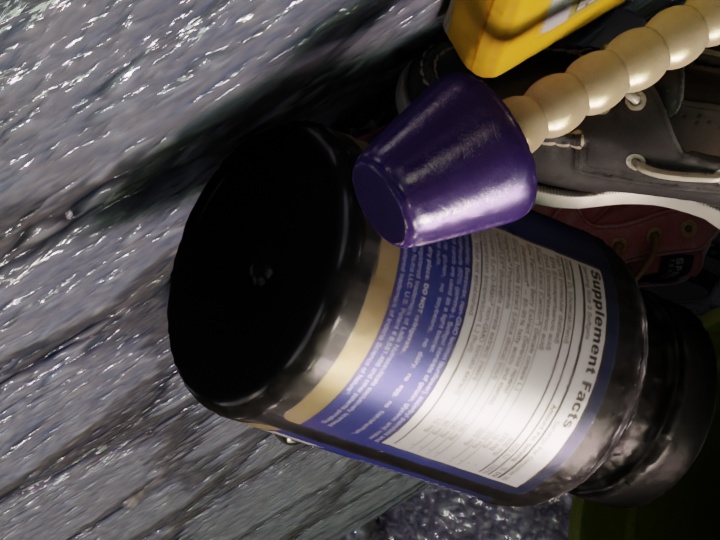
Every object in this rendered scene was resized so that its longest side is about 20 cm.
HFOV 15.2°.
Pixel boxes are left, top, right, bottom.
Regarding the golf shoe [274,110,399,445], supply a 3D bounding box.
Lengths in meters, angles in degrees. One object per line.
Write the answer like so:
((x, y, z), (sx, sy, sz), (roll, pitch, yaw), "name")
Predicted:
((0.000, 0.000, 1.116), (0.072, 0.092, 0.200), (-22, 166, -37), "golf shoe")

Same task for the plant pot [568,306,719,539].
((0.218, 0.118, 1.124), (0.200, 0.201, 0.193), (-35, 157, 23), "plant pot")

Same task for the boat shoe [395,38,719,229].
((0.114, -0.055, 1.012), (0.060, 0.199, 0.074), (110, -2, -52), "boat shoe")

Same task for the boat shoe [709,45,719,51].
((0.204, -0.103, 1.328), (0.062, 0.074, 0.200), (-27, 170, -15), "boat shoe")

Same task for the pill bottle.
((0.036, 0.025, 1.018), (0.199, 0.112, 0.112), (20, 137, -35), "pill bottle")

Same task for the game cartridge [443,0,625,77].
((0.116, -0.142, 0.911), (0.176, 0.033, 0.200), (-31, 174, -9), "game cartridge")

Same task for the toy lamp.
((0.086, -0.067, 0.949), (0.199, 0.058, 0.058), (-28, 171, -22), "toy lamp")

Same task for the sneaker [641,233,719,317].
((0.162, 0.022, 1.210), (0.199, 0.114, 0.076), (-28, 139, -18), "sneaker")

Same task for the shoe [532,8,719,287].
((0.098, -0.013, 1.145), (0.200, 0.091, 0.072), (-56, 174, -21), "shoe")
